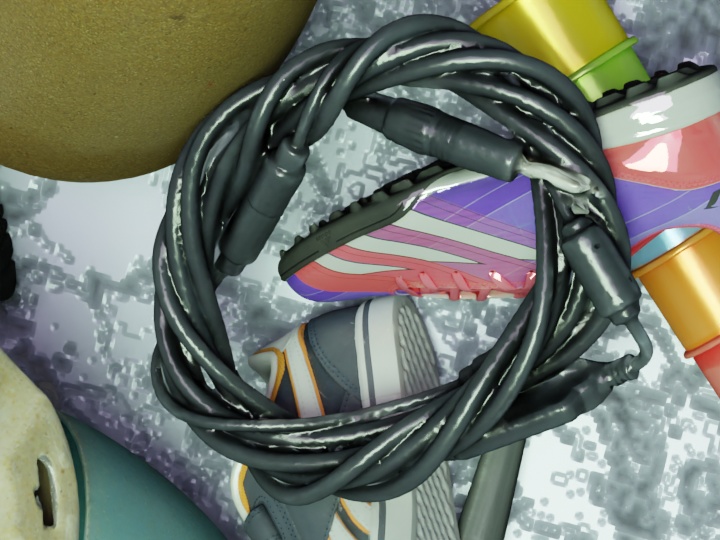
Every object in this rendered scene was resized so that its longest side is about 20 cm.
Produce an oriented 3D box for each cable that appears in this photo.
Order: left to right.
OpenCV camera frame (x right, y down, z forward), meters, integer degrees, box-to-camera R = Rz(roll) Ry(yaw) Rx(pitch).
[{"bbox_3d":[0.000,0.000,0.819,0.199,0.051,0.164,-20,103,22],"label":"cable"}]

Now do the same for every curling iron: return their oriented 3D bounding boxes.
[{"bbox_3d":[0.040,0.138,0.916,0.025,0.050,0.202,12,87,6],"label":"curling iron"}]

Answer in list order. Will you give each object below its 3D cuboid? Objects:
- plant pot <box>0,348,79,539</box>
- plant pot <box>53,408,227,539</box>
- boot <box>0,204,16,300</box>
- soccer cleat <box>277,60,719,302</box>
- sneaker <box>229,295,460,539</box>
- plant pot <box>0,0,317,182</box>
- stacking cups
[{"bbox_3d":[-0.204,0.094,0.797,0.183,0.200,0.202,-15,89,42],"label":"plant pot"},{"bbox_3d":[-0.102,0.171,0.875,0.134,0.200,0.201,25,95,-28],"label":"plant pot"},{"bbox_3d":[-0.244,-0.061,0.925,0.156,0.079,0.213,-14,90,7],"label":"boot"},{"bbox_3d":[0.058,-0.014,0.858,0.199,0.068,0.074,-21,94,26],"label":"soccer cleat"},{"bbox_3d":[-0.003,0.110,0.881,0.079,0.079,0.202,-15,57,16],"label":"sneaker"},{"bbox_3d":[-0.079,-0.137,0.813,0.185,0.200,0.188,2,85,-21],"label":"plant pot"},{"bbox_3d":[0.121,-0.031,0.896,0.060,0.061,0.201,-34,91,6],"label":"stacking cups"}]
